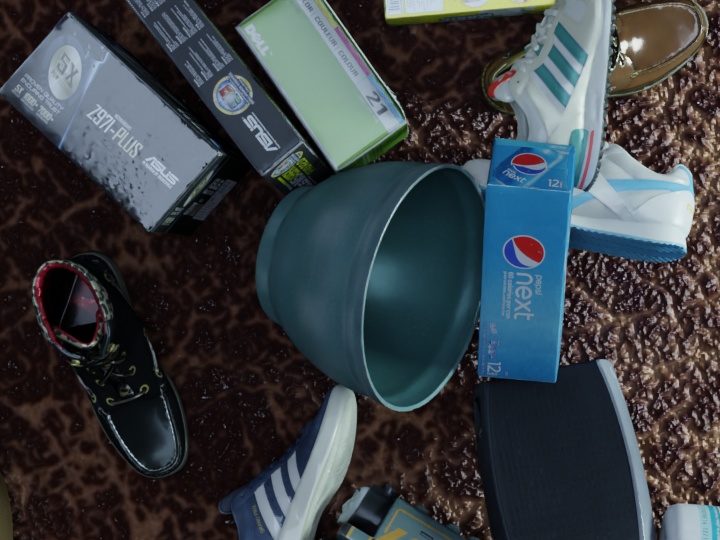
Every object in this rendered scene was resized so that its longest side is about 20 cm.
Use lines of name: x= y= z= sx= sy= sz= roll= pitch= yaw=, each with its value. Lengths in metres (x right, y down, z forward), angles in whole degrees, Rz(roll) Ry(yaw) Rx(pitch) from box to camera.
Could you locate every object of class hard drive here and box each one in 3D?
hard drive: x=0.167 y=0.173 z=1.623 sx=0.134 sy=0.042 sz=0.201 roll=-11 pitch=66 yaw=3

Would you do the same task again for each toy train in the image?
toy train: x=0.056 y=0.262 z=1.641 sx=0.199 sy=0.085 sz=0.114 roll=30 pitch=70 yaw=6

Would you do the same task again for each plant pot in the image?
plant pot: x=0.000 y=0.000 z=1.607 sx=0.134 sy=0.200 sz=0.201 roll=14 pitch=90 yaw=30

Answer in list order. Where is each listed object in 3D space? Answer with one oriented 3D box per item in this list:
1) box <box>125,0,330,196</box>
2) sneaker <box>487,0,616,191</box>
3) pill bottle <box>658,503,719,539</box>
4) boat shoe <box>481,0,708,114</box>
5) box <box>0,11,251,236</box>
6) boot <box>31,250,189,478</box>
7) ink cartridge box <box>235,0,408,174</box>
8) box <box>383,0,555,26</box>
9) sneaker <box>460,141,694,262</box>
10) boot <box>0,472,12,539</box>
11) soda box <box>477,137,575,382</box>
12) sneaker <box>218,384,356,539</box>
box: x=-0.110 y=-0.154 z=1.606 sx=0.044 sy=0.160 sz=0.200 roll=-39 pitch=82 yaw=3
sneaker: x=0.151 y=-0.165 z=1.581 sx=0.093 sy=0.070 sz=0.201 roll=3 pitch=96 yaw=-2
pill bottle: x=0.344 y=0.252 z=1.612 sx=0.199 sy=0.111 sz=0.111 roll=4 pitch=89 yaw=3
boat shoe: x=0.198 y=-0.176 z=1.647 sx=0.199 sy=0.068 sz=0.072 roll=-22 pitch=88 yaw=2
box: x=-0.184 y=-0.113 z=1.599 sx=0.164 sy=0.200 sz=0.086 roll=43 pitch=93 yaw=3
boot: x=-0.208 y=0.080 z=1.620 sx=0.073 sy=0.154 sz=0.204 roll=-22 pitch=88 yaw=2
ink cartridge box: x=-0.032 y=-0.159 z=1.592 sx=0.076 sy=0.200 sz=0.148 roll=-35 pitch=87 yaw=2
box: x=0.116 y=-0.273 z=1.664 sx=0.199 sy=0.048 sz=0.118 roll=-4 pitch=89 yaw=5
sneaker: x=0.179 y=-0.066 z=1.650 sx=0.199 sy=0.077 sz=0.081 roll=13 pitch=74 yaw=2
boot: x=-0.387 y=0.182 z=1.671 sx=0.154 sy=0.074 sz=0.201 roll=-22 pitch=76 yaw=1
soda box: x=0.133 y=-0.005 z=1.593 sx=0.067 sy=0.064 sz=0.201 roll=5 pitch=130 yaw=7
sneaker: x=-0.069 y=0.182 z=1.656 sx=0.084 sy=0.075 sz=0.201 roll=19 pitch=82 yaw=19
